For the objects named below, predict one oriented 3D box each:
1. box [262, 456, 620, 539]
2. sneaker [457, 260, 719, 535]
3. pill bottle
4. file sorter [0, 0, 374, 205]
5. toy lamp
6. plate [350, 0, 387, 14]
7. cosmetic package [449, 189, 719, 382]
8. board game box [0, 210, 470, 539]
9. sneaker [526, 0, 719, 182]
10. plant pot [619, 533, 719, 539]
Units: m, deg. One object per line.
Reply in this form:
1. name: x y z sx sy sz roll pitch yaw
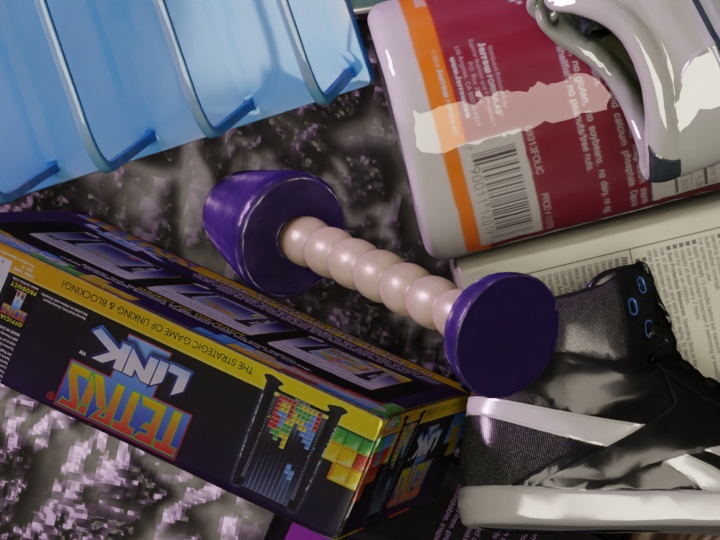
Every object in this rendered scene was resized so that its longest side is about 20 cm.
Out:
1. box: 0.044 0.161 1.287 0.199 0.036 0.143 25 94 20
2. sneaker: 0.140 0.052 1.225 0.199 0.073 0.112 2 83 -8
3. pill bottle: 0.111 -0.083 1.264 0.199 0.114 0.115 -15 96 0
4. file sorter: -0.116 -0.108 1.235 0.199 0.123 0.139 -17 98 11
5. toy lamp: 0.000 0.000 1.236 0.058 0.200 0.058 -12 112 -31
6. plate: -0.014 -0.211 1.294 0.199 0.026 0.201 0 96 -2
7. cosmetic package: 0.146 0.019 1.294 0.199 0.073 0.104 -13 96 -1
8. board game box: -0.066 0.039 1.221 0.199 0.165 0.057 24 96 14
9. sneaker: 0.096 -0.127 1.180 0.071 0.073 0.200 -25 73 -11
10. plant pot: 0.210 0.160 1.301 0.200 0.093 0.202 0 95 -2
